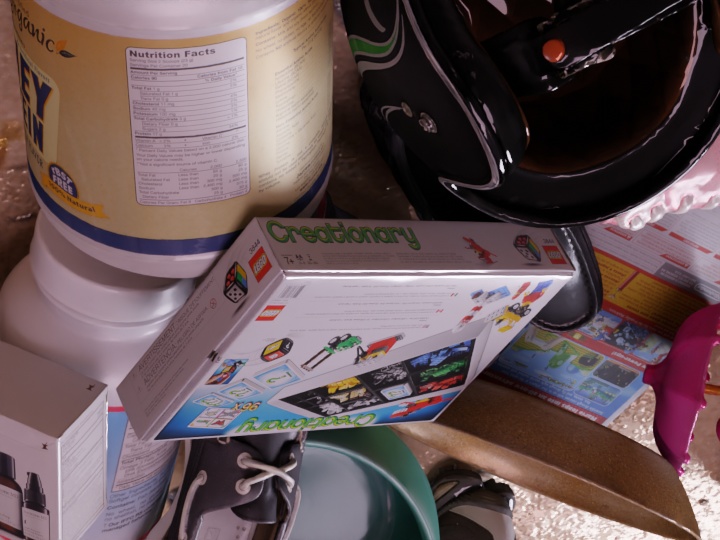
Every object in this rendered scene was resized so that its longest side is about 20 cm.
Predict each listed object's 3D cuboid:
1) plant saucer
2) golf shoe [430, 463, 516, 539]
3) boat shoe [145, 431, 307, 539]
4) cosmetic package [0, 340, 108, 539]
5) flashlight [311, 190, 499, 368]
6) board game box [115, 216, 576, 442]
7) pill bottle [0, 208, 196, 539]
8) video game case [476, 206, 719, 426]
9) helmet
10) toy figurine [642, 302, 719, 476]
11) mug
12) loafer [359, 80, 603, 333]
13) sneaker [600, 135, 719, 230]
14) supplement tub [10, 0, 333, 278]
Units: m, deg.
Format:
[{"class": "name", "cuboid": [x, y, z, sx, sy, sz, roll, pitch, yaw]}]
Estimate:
[{"class": "plant saucer", "cuboid": [0.102, 0.099, 1.213, 0.199, 0.200, 0.036, 28, 80, -35]}, {"class": "golf shoe", "cuboid": [0.029, 0.211, 1.334, 0.077, 0.095, 0.201, 13, 131, -27]}, {"class": "boat shoe", "cuboid": [-0.063, 0.115, 1.113, 0.073, 0.060, 0.201, 16, 107, -35]}, {"class": "cosmetic package", "cuboid": [-0.221, 0.065, 1.073, 0.199, 0.051, 0.083, 20, 128, 19]}, {"class": "flashlight", "cuboid": [0.000, 0.000, 1.113, 0.068, 0.068, 0.199, -4, 155, 43]}, {"class": "board game box", "cuboid": [-0.004, 0.028, 1.033, 0.199, 0.035, 0.126, 0, 141, -45]}, {"class": "pill bottle", "cuboid": [-0.140, 0.055, 1.124, 0.108, 0.109, 0.201, 2, 133, -16]}, {"class": "video game case", "cuboid": [0.143, 0.007, 1.216, 0.142, 0.018, 0.200, 23, 124, -32]}, {"class": "helmet", "cuboid": [0.082, -0.121, 0.950, 0.198, 0.202, 0.191, -13, 176, -1]}, {"class": "toy figurine", "cuboid": [0.252, 0.073, 1.193, 0.183, 0.150, 0.201, -23, 94, 23]}, {"class": "mug", "cuboid": [-0.029, 0.135, 1.220, 0.150, 0.114, 0.187, 7, 104, -1]}, {"class": "loafer", "cuboid": [0.065, -0.028, 1.112, 0.068, 0.071, 0.201, -29, 128, 16]}, {"class": "sneaker", "cuboid": [0.171, -0.056, 1.102, 0.199, 0.075, 0.105, 30, 98, -27]}, {"class": "supplement tub", "cuboid": [-0.081, -0.113, 0.949, 0.143, 0.145, 0.201, -6, 135, -8]}]
